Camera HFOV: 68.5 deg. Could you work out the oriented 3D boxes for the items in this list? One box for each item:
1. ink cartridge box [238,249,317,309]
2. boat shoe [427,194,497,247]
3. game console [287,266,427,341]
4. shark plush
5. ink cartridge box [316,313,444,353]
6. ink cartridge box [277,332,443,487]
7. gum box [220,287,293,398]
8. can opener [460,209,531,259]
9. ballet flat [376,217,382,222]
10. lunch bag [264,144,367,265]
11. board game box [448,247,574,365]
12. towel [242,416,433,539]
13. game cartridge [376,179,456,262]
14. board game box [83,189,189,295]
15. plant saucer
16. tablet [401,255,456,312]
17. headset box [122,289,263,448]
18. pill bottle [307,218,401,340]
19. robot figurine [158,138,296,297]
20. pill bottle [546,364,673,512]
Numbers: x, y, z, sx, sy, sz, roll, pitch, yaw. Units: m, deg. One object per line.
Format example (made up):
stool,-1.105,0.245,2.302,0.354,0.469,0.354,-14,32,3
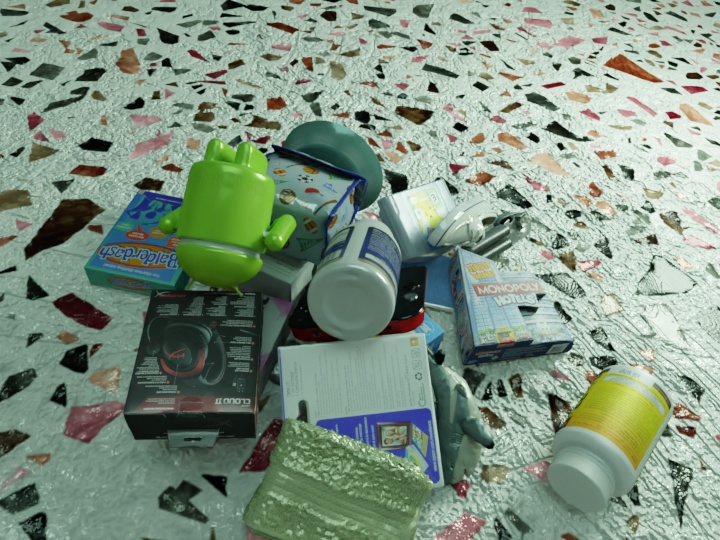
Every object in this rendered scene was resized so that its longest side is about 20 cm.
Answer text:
ink cartridge box,-0.133,-0.044,0.917,0.145,0.083,0.200,23,49,12
boat shoe,0.190,-0.077,0.943,0.070,0.071,0.200,44,36,12
game console,0.001,0.043,0.803,0.199,0.031,0.177,-6,28,12
shark plush,0.113,0.183,0.726,0.083,0.091,0.201,-24,86,4
ink cartridge box,0.014,0.121,0.802,0.200,0.067,0.116,-29,58,-29
ink cartridge box,-0.002,0.189,0.695,0.199,0.043,0.199,-4,77,-7
gum box,-0.182,0.116,0.775,0.113,0.066,0.200,17,48,5
can opener,0.259,-0.064,1.028,0.200,0.054,0.067,-28,25,-28
ballet flat,0.034,-0.060,0.955,0.069,0.070,0.200,29,46,17
lunch bag,-0.091,-0.122,0.859,0.170,0.124,0.200,20,37,8
board game box,0.236,0.050,0.894,0.199,0.062,0.200,-4,51,-17
towel,-0.025,0.274,0.633,0.199,0.036,0.149,23,75,2
game cartridge,0.121,-0.089,0.965,0.200,0.040,0.134,-25,94,-46
board game box,-0.351,-0.049,0.913,0.152,0.045,0.200,11,49,1
plant saucer,-0.059,-0.175,0.966,0.199,0.200,0.036,19,48,8
tablet,0.080,0.006,0.952,0.199,0.014,0.130,12,47,1
headset box,-0.201,0.124,0.669,0.148,0.075,0.200,1,49,-9
pill bottle,0.000,0.000,0.734,0.111,0.111,0.200,12,27,3
robot figurine,-0.179,-0.068,0.704,0.175,0.116,0.201,8,85,8
pill bottle,0.340,0.228,0.727,0.109,0.109,0.200,38,53,23
